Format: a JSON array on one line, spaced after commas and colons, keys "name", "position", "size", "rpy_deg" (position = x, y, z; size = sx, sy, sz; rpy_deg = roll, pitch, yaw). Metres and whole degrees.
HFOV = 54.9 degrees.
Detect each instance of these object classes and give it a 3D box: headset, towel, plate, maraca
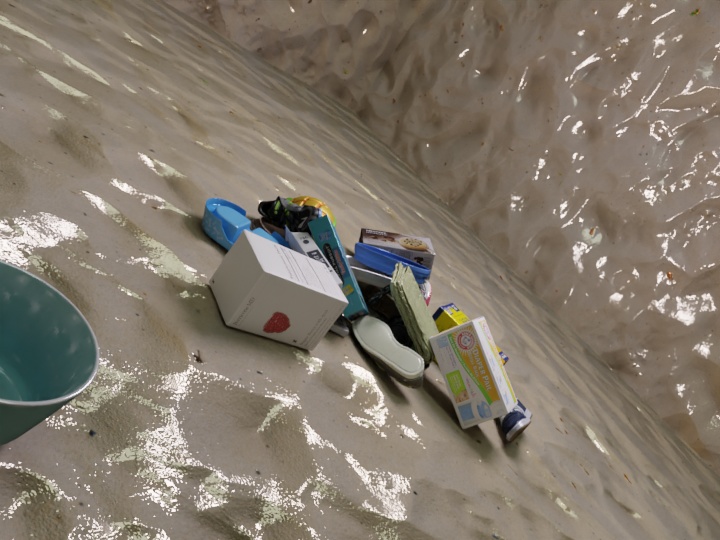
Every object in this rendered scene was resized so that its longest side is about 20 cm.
[{"name": "headset", "position": [0.094, 0.131, 1.529], "size": [0.201, 0.094, 0.124], "rpy_deg": [49, 15, -8]}, {"name": "towel", "position": [0.117, 0.090, 1.512], "size": [0.203, 0.036, 0.149], "rpy_deg": [64, 19, -10]}, {"name": "plate", "position": [0.000, 0.000, 1.653], "size": [0.196, 0.033, 0.199], "rpy_deg": [18, 7, -19]}, {"name": "maraca", "position": [-0.142, -0.129, 1.665], "size": [0.135, 0.109, 0.199], "rpy_deg": [-19, 37, -33]}]

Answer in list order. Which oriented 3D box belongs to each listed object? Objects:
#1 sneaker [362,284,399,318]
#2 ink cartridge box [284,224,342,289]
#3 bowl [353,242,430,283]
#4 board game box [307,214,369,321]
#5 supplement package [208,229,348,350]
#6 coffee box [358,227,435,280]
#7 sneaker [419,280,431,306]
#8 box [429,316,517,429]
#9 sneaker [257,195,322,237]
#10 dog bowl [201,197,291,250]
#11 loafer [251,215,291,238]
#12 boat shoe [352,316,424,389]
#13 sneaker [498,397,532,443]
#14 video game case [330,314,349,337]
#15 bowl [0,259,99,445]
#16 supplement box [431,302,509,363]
[{"name": "sneaker", "position": [0.098, 0.099, 1.657], "size": [0.199, 0.068, 0.089], "rpy_deg": [41, 21, 19]}, {"name": "ink cartridge box", "position": [-0.097, 0.001, 1.383], "size": [0.038, 0.101, 0.201], "rpy_deg": [-17, 49, -24]}, {"name": "bowl", "position": [0.074, -0.017, 1.693], "size": [0.196, 0.040, 0.201], "rpy_deg": [20, 5, -2]}, {"name": "board game box", "position": [-0.044, 0.000, 1.441], "size": [0.151, 0.046, 0.204], "rpy_deg": [59, 9, -81]}, {"name": "supplement package", "position": [-0.143, 0.039, 1.212], "size": [0.198, 0.122, 0.120], "rpy_deg": [23, 23, -42]}, {"name": "coffee box", "position": [0.091, -0.045, 1.854], "size": [0.195, 0.082, 0.114], "rpy_deg": [9, 23, -5]}, {"name": "sneaker", "position": [0.133, 0.048, 1.869], "size": [0.073, 0.082, 0.201], "rpy_deg": [9, 23, -23]}, {"name": "box", "position": [0.240, 0.214, 1.473], "size": [0.101, 0.111, 0.204], "rpy_deg": [-3, 70, -65]}, {"name": "sneaker", "position": [-0.159, -0.120, 1.536], "size": [0.197, 0.072, 0.082], "rpy_deg": [14, -6, 45]}, {"name": "dog bowl", "position": [-0.232, -0.068, 1.383], "size": [0.198, 0.050, 0.111], "rpy_deg": [34, 21, 6]}, {"name": "loafer", "position": [-0.152, -0.057, 1.519], "size": [0.199, 0.071, 0.073], "rpy_deg": [41, 17, 3]}, {"name": "boat shoe", "position": [0.054, 0.167, 1.413], "size": [0.201, 0.071, 0.061], "rpy_deg": [38, -27, 38]}, {"name": "sneaker", "position": [0.335, 0.323, 1.592], "size": [0.109, 0.070, 0.199], "rpy_deg": [48, 12, 13]}, {"name": "video game case", "position": [-0.118, 0.051, 1.414], "size": [0.198, 0.018, 0.144], "rpy_deg": [30, 20, -30]}, {"name": "bowl", "position": [-0.363, 0.087, 0.657], "size": [0.199, 0.106, 0.202], "rpy_deg": [35, 18, -13]}, {"name": "supplement box", "position": [0.245, 0.189, 1.674], "size": [0.200, 0.110, 0.108], "rpy_deg": [44, 18, 15]}]
